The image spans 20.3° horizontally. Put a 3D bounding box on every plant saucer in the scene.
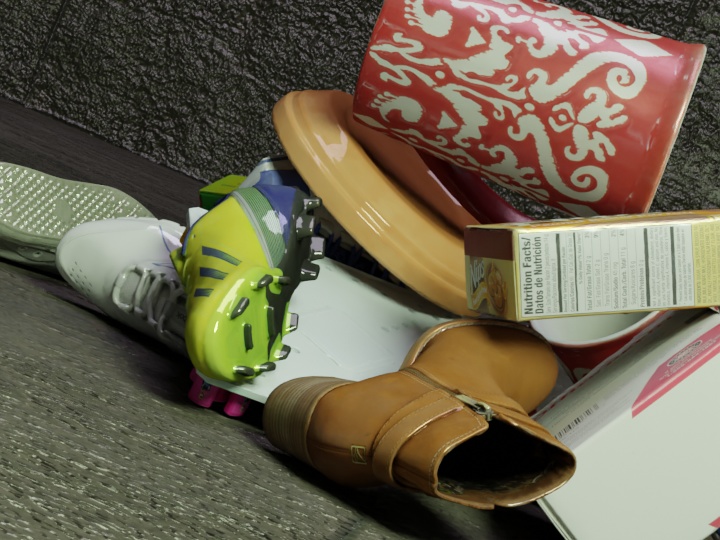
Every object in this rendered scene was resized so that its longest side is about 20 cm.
[{"bbox_3d":[0.024,-0.053,1.364,0.200,0.037,0.200,41,17,-15],"label":"plant saucer"}]

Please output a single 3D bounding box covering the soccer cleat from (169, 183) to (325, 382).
[{"bbox_3d":[-0.076,0.008,1.161,0.083,0.065,0.200,2,26,12],"label":"soccer cleat"}]

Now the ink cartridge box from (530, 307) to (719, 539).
[{"bbox_3d":[0.170,0.095,1.150,0.083,0.146,0.200,52,3,-1],"label":"ink cartridge box"}]

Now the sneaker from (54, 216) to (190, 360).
[{"bbox_3d":[-0.111,0.019,1.290,0.199,0.075,0.087,23,8,13],"label":"sneaker"}]

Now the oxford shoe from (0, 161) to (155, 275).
[{"bbox_3d":[-0.207,-0.025,1.419,0.058,0.076,0.199,-21,-29,37],"label":"oxford shoe"}]

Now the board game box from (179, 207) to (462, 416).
[{"bbox_3d":[-0.016,0.051,1.228,0.199,0.026,0.200,22,25,-18],"label":"board game box"}]

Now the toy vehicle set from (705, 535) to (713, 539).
[{"bbox_3d":[0.173,0.152,1.379,0.124,0.027,0.200,28,5,25],"label":"toy vehicle set"}]

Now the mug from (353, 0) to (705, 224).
[{"bbox_3d":[0.098,-0.094,1.297,0.199,0.179,0.133,21,19,5],"label":"mug"}]

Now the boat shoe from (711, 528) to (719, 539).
[{"bbox_3d":[0.254,0.160,1.326,0.073,0.072,0.200,53,12,-33],"label":"boat shoe"}]

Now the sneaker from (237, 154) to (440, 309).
[{"bbox_3d":[0.000,0.000,1.361,0.199,0.081,0.115,26,17,-47],"label":"sneaker"}]

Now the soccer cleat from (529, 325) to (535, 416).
[{"bbox_3d":[0.098,0.086,1.497,0.068,0.074,0.200,-11,0,17],"label":"soccer cleat"}]

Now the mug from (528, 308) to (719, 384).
[{"bbox_3d":[0.219,0.093,1.512,0.133,0.178,0.201,-7,-50,35],"label":"mug"}]

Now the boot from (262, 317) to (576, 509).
[{"bbox_3d":[0.065,0.076,1.072,0.199,0.077,0.155,-3,9,-36],"label":"boot"}]

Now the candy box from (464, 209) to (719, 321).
[{"bbox_3d":[0.169,-0.006,1.172,0.198,0.056,0.115,-4,2,-11],"label":"candy box"}]

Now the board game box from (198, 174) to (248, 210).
[{"bbox_3d":[-0.026,-0.009,1.536,0.199,0.102,0.048,8,22,30],"label":"board game box"}]
